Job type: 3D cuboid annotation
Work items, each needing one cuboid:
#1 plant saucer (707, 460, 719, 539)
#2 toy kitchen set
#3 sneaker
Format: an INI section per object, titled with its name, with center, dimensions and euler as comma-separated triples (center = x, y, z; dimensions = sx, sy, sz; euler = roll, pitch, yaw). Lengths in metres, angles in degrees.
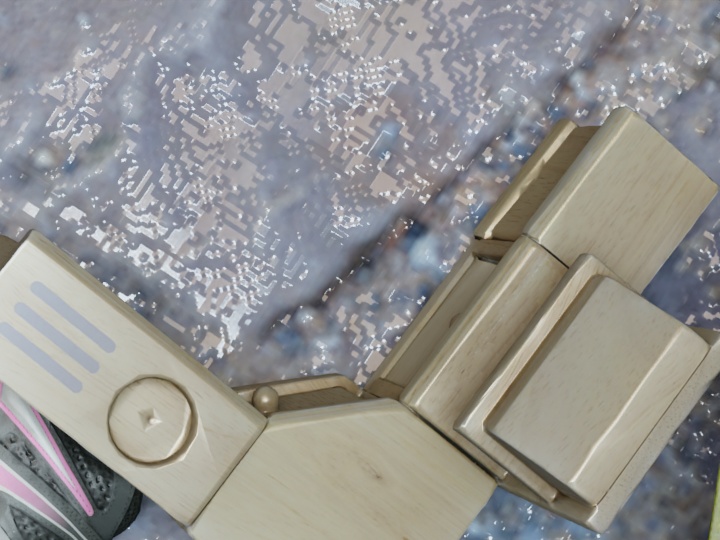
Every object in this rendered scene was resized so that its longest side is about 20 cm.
[plant saucer]
center = 0.141, 0.059, 0.697
dimensions = 0.048, 0.200, 0.201
euler = 8, 78, 13
[toy kitchen set]
center = 0.000, 0.000, 0.710
dimensions = 0.180, 0.163, 0.200
euler = 39, 83, -13
[sneaker]
center = -0.143, 0.024, 0.808
dimensions = 0.086, 0.080, 0.201
euler = -24, 84, -12
